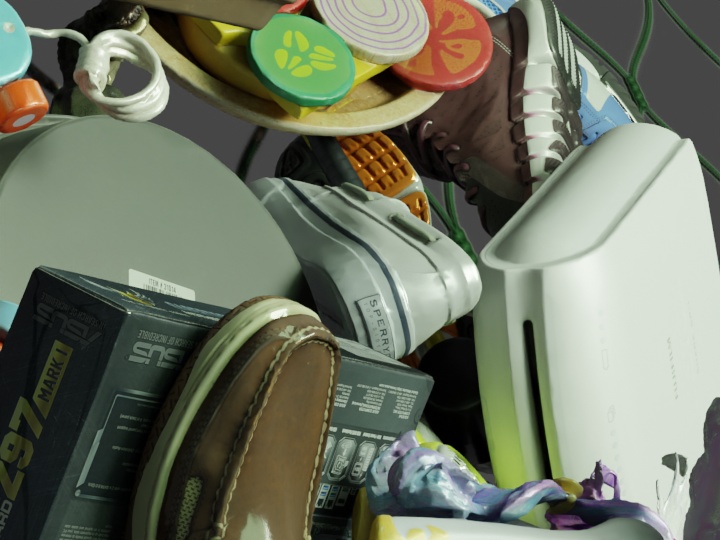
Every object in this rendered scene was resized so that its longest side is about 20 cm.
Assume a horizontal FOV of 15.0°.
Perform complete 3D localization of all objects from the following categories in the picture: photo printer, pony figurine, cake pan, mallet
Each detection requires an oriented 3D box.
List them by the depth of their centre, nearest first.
[{"bbox_3d":[0.097,0.118,0.996,0.199,0.167,0.194,7,56,-6],"label":"pony figurine"},{"bbox_3d":[-0.089,0.024,1.086,0.200,0.037,0.201,24,52,-35],"label":"cake pan"},{"bbox_3d":[0.110,0.040,1.228,0.200,0.069,0.167,-43,127,-61],"label":"photo printer"},{"bbox_3d":[0.017,0.004,1.278,0.200,0.041,0.066,61,-4,37],"label":"mallet"}]

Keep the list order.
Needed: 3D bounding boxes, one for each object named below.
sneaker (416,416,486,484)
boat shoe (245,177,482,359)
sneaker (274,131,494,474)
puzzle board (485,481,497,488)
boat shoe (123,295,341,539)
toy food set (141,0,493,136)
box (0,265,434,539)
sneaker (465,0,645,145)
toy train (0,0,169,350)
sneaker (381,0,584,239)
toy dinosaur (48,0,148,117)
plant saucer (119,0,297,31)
[{"bbox_3d":[0.000,0.112,1.185,0.076,0.105,0.200,53,-4,-3],"label":"sneaker"},{"bbox_3d":[0.000,0.000,1.203,0.200,0.066,0.074,-137,-149,-66],"label":"boat shoe"},{"bbox_3d":[0.021,0.020,1.336,0.201,0.075,0.092,61,-3,21],"label":"sneaker"},{"bbox_3d":[0.108,0.193,1.281,0.201,0.017,0.151,65,2,10],"label":"puzzle board"},{"bbox_3d":[-0.039,0.113,0.922,0.075,0.203,0.075,25,12,34],"label":"boat shoe"},{"bbox_3d":[-0.033,-0.143,1.320,0.198,0.049,0.200,43,45,13],"label":"toy food set"},{"bbox_3d":[-0.068,0.091,0.982,0.051,0.158,0.200,24,5,34],"label":"box"},{"bbox_3d":[0.092,-0.105,1.589,0.200,0.076,0.077,45,34,-8],"label":"sneaker"},{"bbox_3d":[-0.155,-0.019,1.004,0.150,0.056,0.201,30,54,-12],"label":"toy train"},{"bbox_3d":[0.053,-0.044,1.370,0.076,0.115,0.201,61,23,-46],"label":"sneaker"},{"bbox_3d":[-0.104,-0.030,1.170,0.088,0.047,0.201,36,37,-29],"label":"toy dinosaur"},{"bbox_3d":[-0.121,-0.129,1.123,0.200,0.199,0.030,6,99,-60],"label":"plant saucer"}]
